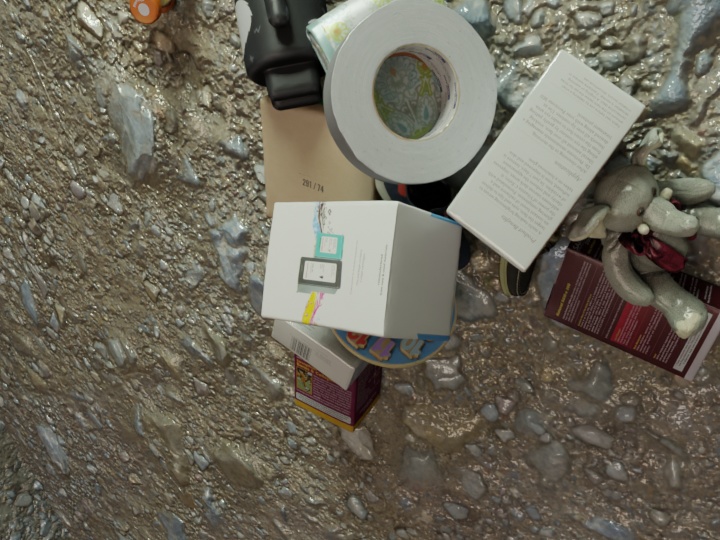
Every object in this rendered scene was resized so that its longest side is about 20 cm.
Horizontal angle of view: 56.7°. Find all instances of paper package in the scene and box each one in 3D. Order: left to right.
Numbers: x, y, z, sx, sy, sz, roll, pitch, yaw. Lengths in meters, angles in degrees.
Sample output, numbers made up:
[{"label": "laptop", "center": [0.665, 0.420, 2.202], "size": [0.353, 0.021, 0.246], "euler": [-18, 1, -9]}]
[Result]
[{"label": "paper package", "center": [-0.040, -0.156, 0.973], "size": [0.197, 0.103, 0.194], "euler": [18, 126, 26]}]

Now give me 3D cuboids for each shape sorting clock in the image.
[{"label": "shape sorting clock", "center": [0.045, 0.046, 0.969], "size": [0.198, 0.201, 0.039], "euler": [33, 153, 14]}]

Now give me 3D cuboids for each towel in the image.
[{"label": "towel", "center": [0.049, -0.250, 0.828], "size": [0.203, 0.169, 0.048], "euler": [60, 173, -12]}]

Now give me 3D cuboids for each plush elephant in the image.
[{"label": "plush elephant", "center": [0.316, -0.056, 0.732], "size": [0.199, 0.154, 0.166], "euler": [35, 91, 31]}]

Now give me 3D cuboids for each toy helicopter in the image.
[{"label": "toy helicopter", "center": [-0.293, -0.473, 0.979], "size": [0.198, 0.080, 0.133], "euler": [-30, 116, 26]}]

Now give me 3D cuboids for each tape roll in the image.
[{"label": "tape roll", "center": [0.057, -0.203, 0.778], "size": [0.203, 0.198, 0.066], "euler": [62, 173, -12]}]

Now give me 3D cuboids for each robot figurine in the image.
[{"label": "robot figurine", "center": [-0.103, -0.320, 0.879], "size": [0.149, 0.123, 0.205], "euler": [-14, 86, 51]}]

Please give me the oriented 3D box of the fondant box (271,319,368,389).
[{"label": "fondant box", "center": [-0.020, 0.065, 1.021], "size": [0.143, 0.200, 0.059], "euler": [33, 137, 14]}]

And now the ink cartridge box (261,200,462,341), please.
[{"label": "ink cartridge box", "center": [0.000, 0.000, 0.823], "size": [0.197, 0.145, 0.150], "euler": [5, 87, 40]}]

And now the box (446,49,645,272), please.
[{"label": "box", "center": [0.200, -0.111, 0.743], "size": [0.106, 0.152, 0.202], "euler": [37, 100, 9]}]

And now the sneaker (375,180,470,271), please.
[{"label": "sneaker", "center": [0.104, -0.071, 0.902], "size": [0.084, 0.076, 0.200], "euler": [-1, 141, 51]}]

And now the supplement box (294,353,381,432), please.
[{"label": "supplement box", "center": [-0.037, 0.154, 1.153], "size": [0.129, 0.103, 0.204], "euler": [21, 128, 23]}]

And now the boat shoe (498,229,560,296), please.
[{"label": "boat shoe", "center": [0.227, -0.051, 0.867], "size": [0.065, 0.071, 0.205], "euler": [20, 122, 30]}]

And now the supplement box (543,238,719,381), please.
[{"label": "supplement box", "center": [0.345, 0.042, 0.846], "size": [0.197, 0.061, 0.111], "euler": [25, 127, 20]}]
